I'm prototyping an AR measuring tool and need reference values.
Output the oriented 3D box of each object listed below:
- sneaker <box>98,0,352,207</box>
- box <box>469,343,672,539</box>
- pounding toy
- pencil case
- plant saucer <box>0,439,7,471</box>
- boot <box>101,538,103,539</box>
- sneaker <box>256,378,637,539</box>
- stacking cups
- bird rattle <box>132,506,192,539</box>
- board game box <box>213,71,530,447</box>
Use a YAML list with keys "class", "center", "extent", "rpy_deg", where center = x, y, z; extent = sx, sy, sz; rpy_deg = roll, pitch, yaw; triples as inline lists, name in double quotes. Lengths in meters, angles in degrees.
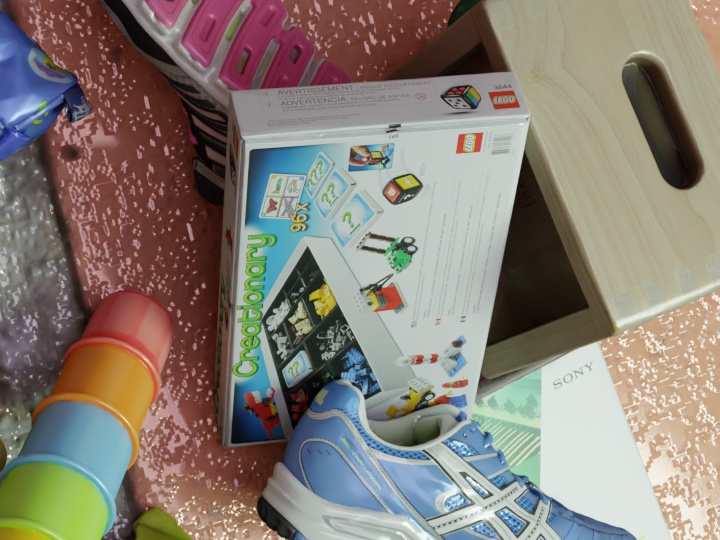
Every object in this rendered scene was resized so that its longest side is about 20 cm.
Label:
- class: "sneaker"
  center: [-0.060, -0.078, 0.921]
  extent: [0.200, 0.087, 0.074]
  rpy_deg: [42, 47, -16]
- class: "box"
  center: [0.092, 0.153, 1.008]
  extent: [0.143, 0.036, 0.202]
  rpy_deg: [-25, 98, -21]
- class: "pounding toy"
  center: [0.113, -0.078, 0.933]
  extent: [0.141, 0.184, 0.202]
  rpy_deg: [-21, 87, -22]
- class: "pencil case"
  center: [-0.208, -0.126, 0.862]
  extent: [0.078, 0.087, 0.200]
  rpy_deg: [-38, 103, 4]
- class: "plant saucer"
  center: [-0.279, 0.047, 0.816]
  extent: [0.199, 0.048, 0.201]
  rpy_deg: [-32, 82, -20]
- class: "boot"
  center: [-0.204, 0.189, 0.876]
  extent: [0.198, 0.070, 0.133]
  rpy_deg: [-11, 100, -15]
- class: "sneaker"
  center: [0.054, 0.110, 0.929]
  extent: [0.198, 0.076, 0.078]
  rpy_deg: [17, 95, -23]
- class: "stacking cups"
  center: [-0.129, 0.083, 0.855]
  extent: [0.060, 0.060, 0.201]
  rpy_deg: [35, 40, -18]
- class: "bird rattle"
  center: [-0.052, 0.209, 0.935]
  extent: [0.200, 0.113, 0.163]
  rpy_deg: [41, 86, -30]
- class: "board game box"
  center: [0.000, 0.000, 0.892]
  extent: [0.125, 0.201, 0.035]
  rpy_deg: [-5, 47, -12]
